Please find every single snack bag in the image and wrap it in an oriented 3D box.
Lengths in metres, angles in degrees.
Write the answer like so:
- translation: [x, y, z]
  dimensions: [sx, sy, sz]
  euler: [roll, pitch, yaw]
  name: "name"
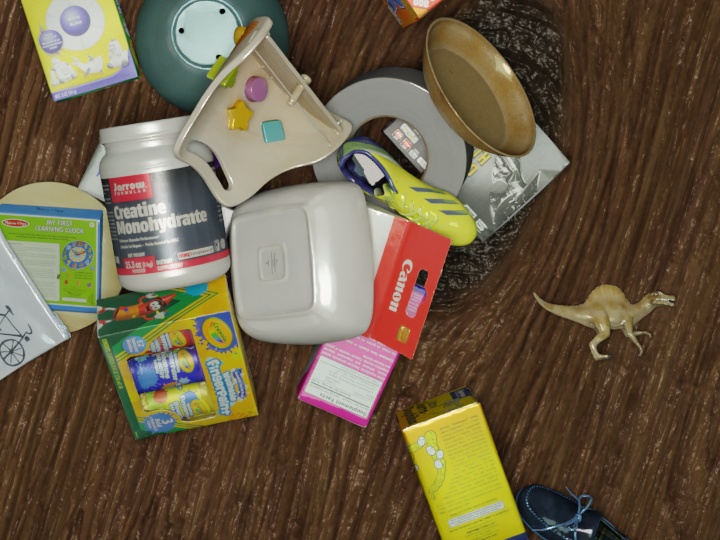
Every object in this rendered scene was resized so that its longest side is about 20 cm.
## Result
- translation: [-0.503, 0.054, 1.737]
  dimensions: [0.200, 0.021, 0.189]
  euler: [-31, 96, 11]
  name: "snack bag"

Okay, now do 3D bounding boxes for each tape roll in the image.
- translation: [0.041, -0.154, 1.692]
  dimensions: [0.200, 0.066, 0.201]
  euler: [5, 113, 12]
  name: "tape roll"

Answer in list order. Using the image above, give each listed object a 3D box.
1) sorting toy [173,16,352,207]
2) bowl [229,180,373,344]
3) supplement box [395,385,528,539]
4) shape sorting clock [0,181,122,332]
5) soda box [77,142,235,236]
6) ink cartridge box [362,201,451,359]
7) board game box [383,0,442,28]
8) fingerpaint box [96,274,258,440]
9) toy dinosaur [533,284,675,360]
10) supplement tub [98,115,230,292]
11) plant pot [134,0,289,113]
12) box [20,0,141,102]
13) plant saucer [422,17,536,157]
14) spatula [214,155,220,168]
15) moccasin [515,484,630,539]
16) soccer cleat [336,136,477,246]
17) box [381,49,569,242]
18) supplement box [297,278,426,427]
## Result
- translation: [-0.137, -0.175, 1.581]
  dimensions: [0.180, 0.107, 0.200]
  euler: [-54, 135, -13]
  name: "sorting toy"
- translation: [-0.085, -0.008, 1.633]
  dimensions: [0.200, 0.075, 0.200]
  euler: [-6, 87, 38]
  name: "bowl"
- translation: [0.132, 0.272, 1.772]
  dimensions: [0.109, 0.109, 0.200]
  euler: [-20, 97, -1]
  name: "supplement box"
- translation: [-0.402, -0.017, 1.740]
  dimensions: [0.200, 0.039, 0.200]
  euler: [1, 103, 6]
  name: "shape sorting clock"
- translation: [-0.259, -0.092, 1.729]
  dimensions: [0.200, 0.063, 0.068]
  euler: [27, 95, -6]
  name: "soda box"
- translation: [0.000, 0.000, 1.640]
  dimensions: [0.200, 0.050, 0.161]
  euler: [27, 105, 37]
  name: "ink cartridge box"
- translation: [0.081, -0.443, 1.642]
  dimensions: [0.200, 0.200, 0.200]
  euler: [-38, 98, 1]
  name: "board game box"
- translation: [-0.230, 0.114, 1.699]
  dimensions: [0.167, 0.073, 0.200]
  euler: [-11, 133, -3]
  name: "fingerpaint box"
- translation: [0.324, 0.069, 1.797]
  dimensions: [0.200, 0.058, 0.101]
  euler: [-2, 82, -11]
  name: "toy dinosaur"
- translation: [-0.241, -0.082, 1.628]
  dimensions: [0.140, 0.140, 0.200]
  euler: [-9, 98, -2]
  name: "supplement tub"
- translation: [-0.188, -0.293, 1.675]
  dimensions: [0.200, 0.135, 0.200]
  euler: [0, 97, -4]
  name: "plant pot"
- translation: [-0.365, -0.327, 1.705]
  dimensions: [0.117, 0.048, 0.200]
  euler: [-18, 96, -2]
  name: "box"
- translation: [0.139, -0.218, 1.648]
  dimensions: [0.035, 0.200, 0.200]
  euler: [-33, 99, 34]
  name: "plant saucer"
- translation: [-0.146, -0.180, 1.746]
  dimensions: [0.200, 0.021, 0.057]
  euler: [-26, 72, -4]
  name: "spatula"
- translation: [0.305, 0.343, 1.803]
  dimensions: [0.200, 0.068, 0.081]
  euler: [29, 63, -13]
  name: "moccasin"
- translation: [0.053, -0.088, 1.633]
  dimensions: [0.200, 0.084, 0.065]
  euler: [37, 115, -2]
  name: "soccer cleat"
- translation: [0.150, -0.163, 1.754]
  dimensions: [0.158, 0.048, 0.200]
  euler: [-42, 97, 2]
  name: "box"
- translation: [0.000, 0.089, 1.747]
  dimensions: [0.103, 0.101, 0.200]
  euler: [25, 95, -5]
  name: "supplement box"
